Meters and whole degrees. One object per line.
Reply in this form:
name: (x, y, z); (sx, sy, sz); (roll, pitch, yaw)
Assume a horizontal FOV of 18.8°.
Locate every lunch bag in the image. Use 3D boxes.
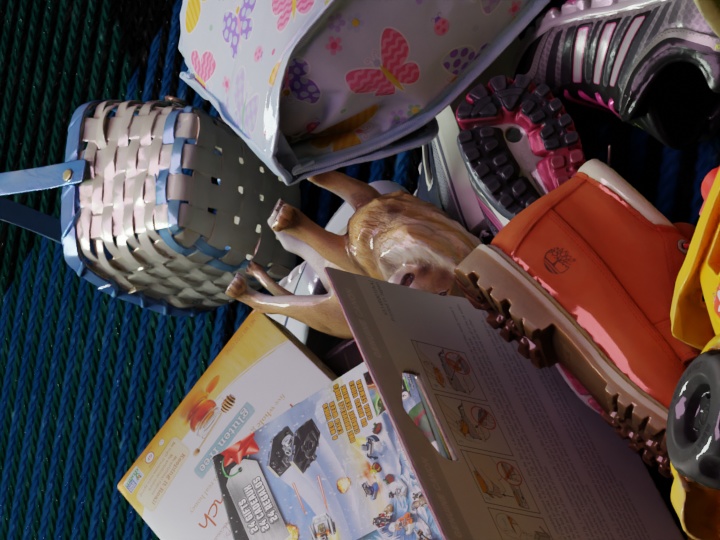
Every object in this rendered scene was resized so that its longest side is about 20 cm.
lunch bag: (-0.004, -0.152, 1.228); (0.200, 0.127, 0.170); (-46, 33, 1)

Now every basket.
basket: (-0.147, -0.041, 1.519); (0.199, 0.176, 0.140); (-13, 68, 35)

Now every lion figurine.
lion figurine: (0.000, 0.000, 1.271); (0.073, 0.122, 0.200); (-61, 6, -18)

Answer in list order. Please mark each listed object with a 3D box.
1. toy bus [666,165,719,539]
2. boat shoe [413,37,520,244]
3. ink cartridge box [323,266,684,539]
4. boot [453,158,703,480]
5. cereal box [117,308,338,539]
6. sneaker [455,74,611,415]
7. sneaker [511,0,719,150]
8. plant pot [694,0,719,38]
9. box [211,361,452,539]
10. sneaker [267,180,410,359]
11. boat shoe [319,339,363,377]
toy bus: (0.203, 0.013, 1.009); (0.192, 0.135, 0.202); (-122, 49, -64)
boat shoe: (0.055, -0.074, 1.303); (0.093, 0.074, 0.201); (128, 143, -47)
ink cartridge box: (0.071, 0.095, 1.121); (0.045, 0.175, 0.201); (-54, 42, 30)
boot: (0.153, 0.032, 1.091); (0.107, 0.075, 0.200); (-42, 75, -11)
cereal box: (-0.045, 0.132, 1.279); (0.144, 0.039, 0.200); (-52, 46, 2)
sneaker: (0.118, -0.010, 1.179); (0.075, 0.080, 0.201); (74, 173, -72)
sneaker: (0.149, -0.102, 1.167); (0.199, 0.073, 0.088); (-23, 60, 51)
plant pot: (0.230, -0.217, 0.996); (0.201, 0.199, 0.185); (-49, 31, 37)
box: (0.004, 0.155, 1.177); (0.136, 0.040, 0.201); (-32, 52, 17)
sneaker: (-0.027, 0.021, 1.398); (0.071, 0.073, 0.201); (52, 123, 46)
boat shoe: (0.000, 0.089, 1.342); (0.199, 0.068, 0.073); (-22, 50, 32)
